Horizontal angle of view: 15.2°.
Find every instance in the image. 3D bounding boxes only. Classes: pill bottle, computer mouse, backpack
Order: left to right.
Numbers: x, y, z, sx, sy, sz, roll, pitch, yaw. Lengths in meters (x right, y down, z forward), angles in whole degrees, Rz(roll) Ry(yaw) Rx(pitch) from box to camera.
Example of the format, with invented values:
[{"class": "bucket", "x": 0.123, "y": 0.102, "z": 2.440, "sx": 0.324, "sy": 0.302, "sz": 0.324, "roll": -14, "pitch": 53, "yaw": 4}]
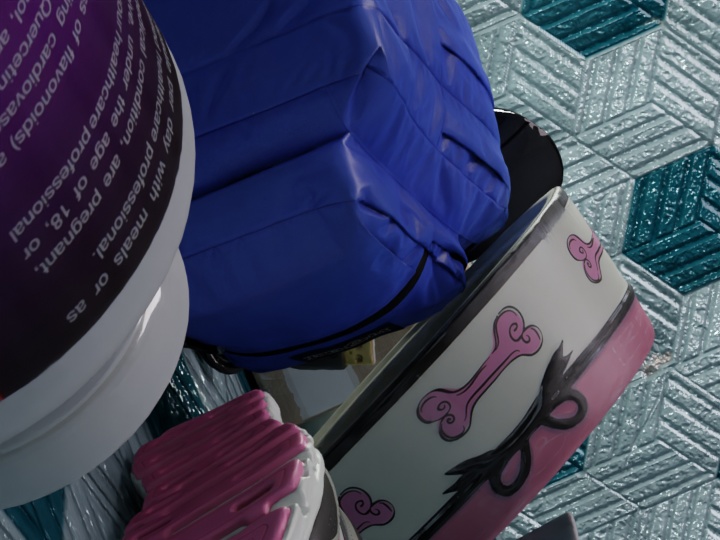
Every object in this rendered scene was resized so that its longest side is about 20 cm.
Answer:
[{"class": "pill bottle", "x": -0.097, "y": -0.039, "z": 0.443, "sx": 0.200, "sy": 0.112, "sz": 0.113, "roll": 62, "pitch": 5, "yaw": -52}, {"class": "backpack", "x": -0.032, "y": -0.046, "z": 1.075, "sx": 0.200, "sy": 0.162, "sz": 0.168, "roll": 32, "pitch": 46, "yaw": -67}, {"class": "computer mouse", "x": 0.000, "y": 0.000, "z": 1.226, "sx": 0.046, "sy": 0.200, "sz": 0.141, "roll": -87, "pitch": 164, "yaw": -46}]

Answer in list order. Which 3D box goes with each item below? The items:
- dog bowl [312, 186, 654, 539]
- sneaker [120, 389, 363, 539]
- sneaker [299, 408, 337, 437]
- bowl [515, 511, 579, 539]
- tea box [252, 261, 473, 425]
[{"class": "dog bowl", "x": 0.041, "y": 0.062, "z": 1.116, "sx": 0.074, "sy": 0.200, "sz": 0.200, "roll": 42, "pitch": 4, "yaw": -1}, {"class": "sneaker", "x": -0.030, "y": 0.100, "z": 0.885, "sx": 0.088, "sy": 0.074, "sz": 0.200, "roll": 60, "pitch": -1, "yaw": -10}, {"class": "sneaker", "x": 0.023, "y": 0.156, "z": 1.540, "sx": 0.200, "sy": 0.075, "sz": 0.116, "roll": 45, "pitch": 24, "yaw": -53}, {"class": "bowl", "x": 0.059, "y": 0.210, "z": 1.127, "sx": 0.201, "sy": 0.105, "sz": 0.201, "roll": -12, "pitch": 90, "yaw": -88}, {"class": "tea box", "x": -0.025, "y": -0.042, "z": 1.502, "sx": 0.197, "sy": 0.134, "sz": 0.200, "roll": -98, "pitch": 164, "yaw": -82}]
